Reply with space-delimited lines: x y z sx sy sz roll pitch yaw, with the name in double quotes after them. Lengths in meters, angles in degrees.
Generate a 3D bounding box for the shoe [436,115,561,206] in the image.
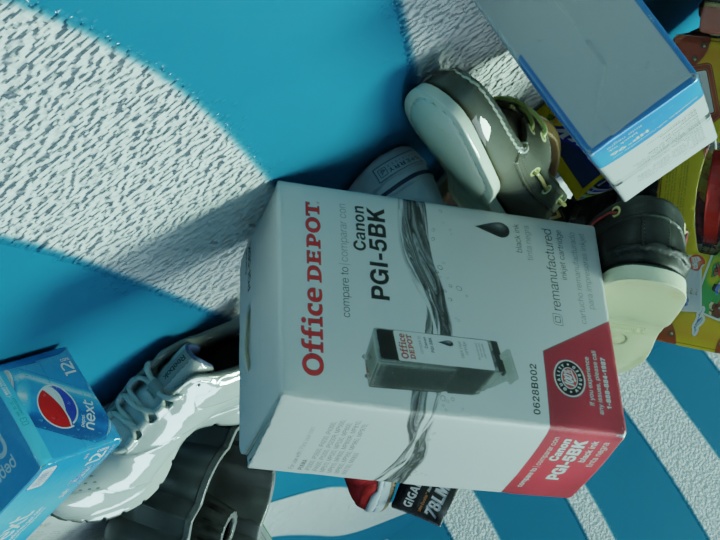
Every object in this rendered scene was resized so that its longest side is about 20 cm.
0.071 -0.046 1.059 0.070 0.053 0.200 13 138 -24 "shoe"

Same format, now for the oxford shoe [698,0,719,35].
0.247 -0.186 0.945 0.070 0.075 0.200 5 -166 11 "oxford shoe"

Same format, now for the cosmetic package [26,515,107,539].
-0.232 0.176 1.081 0.082 0.051 0.200 -34 167 5 "cosmetic package"

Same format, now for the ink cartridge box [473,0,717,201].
0.132 -0.108 0.835 0.068 0.116 0.200 -36 165 10 "ink cartridge box"

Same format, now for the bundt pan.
-0.131 0.184 1.145 0.202 0.076 0.202 17 90 -76 "bundt pan"

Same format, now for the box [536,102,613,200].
0.207 -0.109 1.103 0.200 0.070 0.064 -17 160 -50 "box"

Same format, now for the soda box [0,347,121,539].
-0.228 0.131 0.904 0.200 0.068 0.064 -44 163 34 "soda box"

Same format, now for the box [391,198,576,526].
0.095 0.063 1.186 0.200 0.050 0.199 -65 178 -50 "box"

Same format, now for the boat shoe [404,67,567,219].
0.080 -0.072 0.914 0.060 0.072 0.202 -43 154 -3 "boat shoe"

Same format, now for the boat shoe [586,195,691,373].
0.156 0.018 0.976 0.073 0.063 0.201 11 155 -7 "boat shoe"

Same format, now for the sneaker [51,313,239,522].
-0.134 0.088 1.011 0.200 0.075 0.087 -37 156 -18 "sneaker"

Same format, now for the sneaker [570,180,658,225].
0.211 -0.044 1.189 0.076 0.079 0.200 -59 -174 18 "sneaker"

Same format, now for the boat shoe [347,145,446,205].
0.000 0.000 0.995 0.073 0.067 0.200 -27 164 -28 "boat shoe"

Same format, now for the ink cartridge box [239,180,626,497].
0.037 0.040 0.873 0.199 0.147 0.083 7 145 -15 "ink cartridge box"

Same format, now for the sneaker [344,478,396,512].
-0.031 0.109 1.145 0.112 0.071 0.200 -10 127 -12 "sneaker"

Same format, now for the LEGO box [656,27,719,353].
0.253 -0.062 1.017 0.149 0.077 0.201 -29 126 -59 "LEGO box"

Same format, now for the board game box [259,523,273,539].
-0.169 0.240 1.234 0.200 0.153 0.040 -24 164 -36 "board game box"
